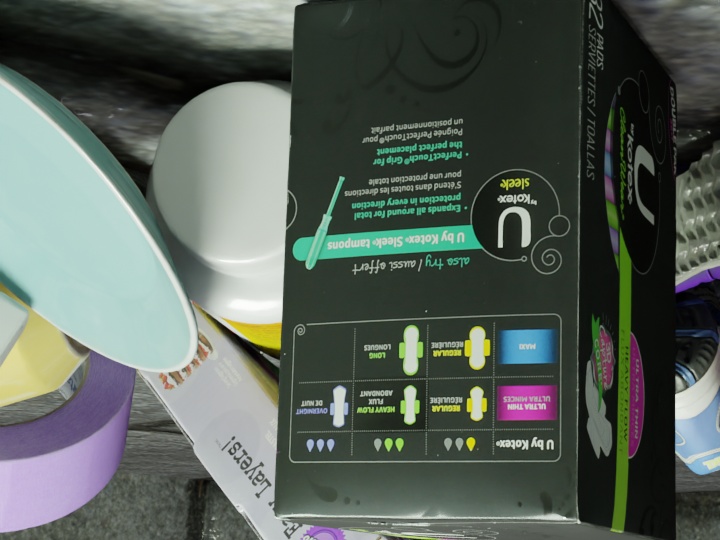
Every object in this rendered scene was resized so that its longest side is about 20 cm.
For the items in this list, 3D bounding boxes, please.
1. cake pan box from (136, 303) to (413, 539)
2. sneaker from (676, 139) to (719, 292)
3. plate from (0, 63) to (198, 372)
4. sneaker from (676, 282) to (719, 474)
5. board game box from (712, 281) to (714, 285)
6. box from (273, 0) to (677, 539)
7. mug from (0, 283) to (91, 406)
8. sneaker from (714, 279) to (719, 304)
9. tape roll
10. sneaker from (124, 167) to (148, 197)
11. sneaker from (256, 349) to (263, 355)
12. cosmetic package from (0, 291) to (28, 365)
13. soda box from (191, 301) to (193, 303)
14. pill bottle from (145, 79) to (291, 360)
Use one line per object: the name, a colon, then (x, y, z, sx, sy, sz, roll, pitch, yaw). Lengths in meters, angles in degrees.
cake pan box: (-0.006, 0.123, 0.825, 0.184, 0.052, 0.200, 40, -175, -45)
sneaker: (0.193, -0.024, 0.834, 0.098, 0.070, 0.200, 0, 172, -24)
plate: (-0.141, -0.034, 0.713, 0.199, 0.026, 0.201, 32, 152, 19)
sneaker: (0.166, 0.037, 0.911, 0.075, 0.078, 0.201, -22, -156, 16)
board game box: (0.126, 0.053, 1.033, 0.197, 0.062, 0.200, 4, -155, 14)
box: (0.052, 0.005, 0.660, 0.123, 0.203, 0.148, -3, 168, 24)
mug: (-0.237, 0.036, 0.953, 0.151, 0.188, 0.150, -9, 145, 8)
sneaker: (0.253, 0.026, 0.902, 0.075, 0.092, 0.199, -7, -176, 34)
tape roll: (-0.252, 0.080, 1.103, 0.198, 0.201, 0.066, 4, 127, -13)
sneaker: (-0.150, -0.032, 0.850, 0.198, 0.067, 0.090, 13, 167, -36)
sneaker: (-0.151, 0.024, 1.088, 0.198, 0.081, 0.071, 5, 168, -14)
cosmetic package: (-0.271, 0.013, 0.794, 0.199, 0.108, 0.085, 35, 164, -7)
soda box: (0.000, 0.000, 0.993, 0.198, 0.064, 0.070, -1, 168, 17)
pill bottle: (-0.036, -0.021, 0.777, 0.108, 0.111, 0.200, 0, 169, 8)
